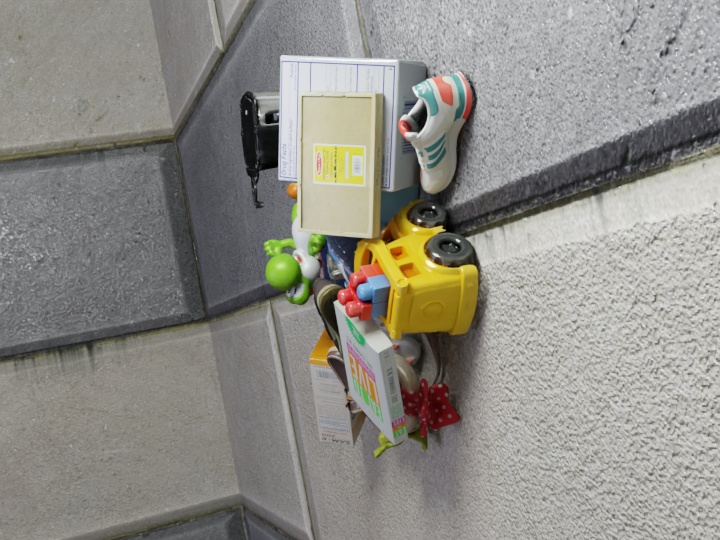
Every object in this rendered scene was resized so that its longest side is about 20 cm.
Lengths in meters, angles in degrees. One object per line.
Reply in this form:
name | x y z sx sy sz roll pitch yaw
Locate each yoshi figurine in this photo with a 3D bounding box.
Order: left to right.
yoshi figurine | -0.105 -0.046 1.604 0.112 0.110 0.203 151 129 -82

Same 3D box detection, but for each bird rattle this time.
bird rattle | 0.065 0.213 1.541 0.164 0.111 0.201 59 156 23

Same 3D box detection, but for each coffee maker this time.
coffee maker | -0.105 -0.229 1.695 0.135 0.197 0.195 -125 34 -54

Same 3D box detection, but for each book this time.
book | 0.020 0.150 1.435 0.134 0.048 0.202 48 156 46

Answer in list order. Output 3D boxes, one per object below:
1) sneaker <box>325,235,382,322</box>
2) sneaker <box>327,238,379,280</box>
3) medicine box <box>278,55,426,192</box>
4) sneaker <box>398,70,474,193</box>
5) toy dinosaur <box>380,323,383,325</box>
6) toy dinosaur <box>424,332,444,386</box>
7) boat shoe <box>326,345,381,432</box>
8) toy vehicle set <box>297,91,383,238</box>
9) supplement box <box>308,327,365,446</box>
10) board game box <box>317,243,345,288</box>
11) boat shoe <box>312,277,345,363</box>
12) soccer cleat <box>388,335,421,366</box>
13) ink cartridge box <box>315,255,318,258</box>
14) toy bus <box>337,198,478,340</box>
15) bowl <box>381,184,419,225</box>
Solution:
sneaker | 0.000 0.000 1.530 0.083 0.073 0.201 85 161 -53
sneaker | 0.006 -0.016 1.616 0.200 0.114 0.075 156 107 -69
medicine box | -0.015 -0.220 1.410 0.197 0.103 0.185 8 103 25
sneaker | 0.090 -0.187 1.324 0.201 0.092 0.071 103 150 -48
toy dinosaur | 0.027 0.068 1.630 0.197 0.106 0.061 10 93 26
toy dinosaur | 0.109 0.089 1.493 0.106 0.060 0.203 -11 -95 -88
boat shoe | 0.008 0.217 1.645 0.200 0.072 0.072 48 144 -12
toy vehicle set | -0.030 -0.151 1.357 0.123 0.026 0.203 7 103 25
supplement box | -0.035 0.211 1.791 0.127 0.072 0.202 -63 -27 -52
board game box | -0.031 -0.054 1.718 0.019 0.102 0.203 180 81 -67
boat shoe | -0.022 0.088 1.561 0.202 0.071 0.066 62 176 -39
soccer cleat | 0.047 0.142 1.660 0.069 0.078 0.200 44 145 -7
ink cartridge box | -0.070 0.016 1.841 0.200 0.048 0.147 45 158 34
toy bus | 0.052 0.004 1.383 0.201 0.189 0.137 -119 25 -46
bowl | 0.008 -0.165 1.552 0.200 0.103 0.204 171 90 -71
